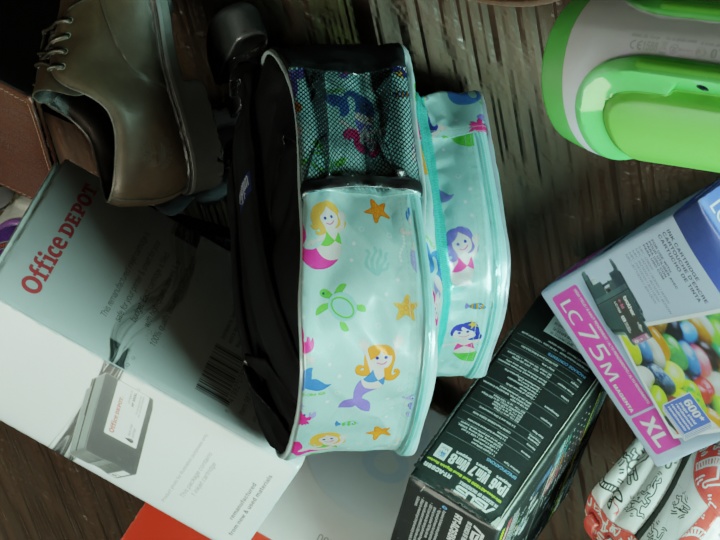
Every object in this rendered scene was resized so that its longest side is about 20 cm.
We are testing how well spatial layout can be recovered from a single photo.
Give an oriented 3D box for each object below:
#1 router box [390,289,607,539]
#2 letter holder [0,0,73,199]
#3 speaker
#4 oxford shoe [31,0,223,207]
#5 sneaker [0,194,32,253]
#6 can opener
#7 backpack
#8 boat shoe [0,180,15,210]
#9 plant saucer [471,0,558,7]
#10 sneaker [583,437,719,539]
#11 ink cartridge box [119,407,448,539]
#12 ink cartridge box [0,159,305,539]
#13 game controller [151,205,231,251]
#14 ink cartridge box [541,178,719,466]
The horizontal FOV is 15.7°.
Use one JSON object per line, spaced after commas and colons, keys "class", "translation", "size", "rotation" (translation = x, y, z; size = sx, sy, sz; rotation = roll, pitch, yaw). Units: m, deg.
{"class": "router box", "translation": [0.078, 0.125, 1.531], "size": [0.062, 0.150, 0.200], "rotation": [30, 149, 11]}
{"class": "letter holder", "translation": [-0.236, -0.139, 1.557], "size": [0.200, 0.101, 0.142], "rotation": [27, 155, 18]}
{"class": "speaker", "translation": [0.183, -0.082, 1.193], "size": [0.199, 0.089, 0.089], "rotation": [12, 142, 38]}
{"class": "oxford shoe", "translation": [-0.145, -0.131, 1.433], "size": [0.201, 0.084, 0.073], "rotation": [70, 159, 4]}
{"class": "sneaker", "translation": [-0.143, 0.028, 1.603], "size": [0.199, 0.084, 0.081], "rotation": [22, 160, 13]}
{"class": "can opener", "translation": [-0.075, -0.091, 1.512], "size": [0.067, 0.052, 0.200], "rotation": [69, 153, 16]}
{"class": "backpack", "translation": [0.000, 0.000, 1.390], "size": [0.150, 0.201, 0.178], "rotation": [3, 148, -7]}
{"class": "boat shoe", "translation": [-0.271, -0.054, 1.672], "size": [0.200, 0.072, 0.066], "rotation": [30, 115, 58]}
{"class": "plant saucer", "translation": [0.041, -0.211, 1.217], "size": [0.200, 0.037, 0.201], "rotation": [27, 149, 17]}
{"class": "sneaker", "translation": [0.169, 0.185, 1.485], "size": [0.108, 0.202, 0.067], "rotation": [16, 171, 43]}
{"class": "ink cartridge box", "translation": [-0.049, 0.144, 1.604], "size": [0.160, 0.200, 0.047], "rotation": [28, 152, 9]}
{"class": "ink cartridge box", "translation": [-0.120, 0.046, 1.483], "size": [0.200, 0.145, 0.084], "rotation": [30, 125, -6]}
{"class": "game controller", "translation": [-0.052, 0.003, 1.600], "size": [0.199, 0.042, 0.104], "rotation": [16, 157, 33]}
{"class": "ink cartridge box", "translation": [0.184, 0.024, 1.361], "size": [0.120, 0.042, 0.200], "rotation": [56, 147, 0]}
